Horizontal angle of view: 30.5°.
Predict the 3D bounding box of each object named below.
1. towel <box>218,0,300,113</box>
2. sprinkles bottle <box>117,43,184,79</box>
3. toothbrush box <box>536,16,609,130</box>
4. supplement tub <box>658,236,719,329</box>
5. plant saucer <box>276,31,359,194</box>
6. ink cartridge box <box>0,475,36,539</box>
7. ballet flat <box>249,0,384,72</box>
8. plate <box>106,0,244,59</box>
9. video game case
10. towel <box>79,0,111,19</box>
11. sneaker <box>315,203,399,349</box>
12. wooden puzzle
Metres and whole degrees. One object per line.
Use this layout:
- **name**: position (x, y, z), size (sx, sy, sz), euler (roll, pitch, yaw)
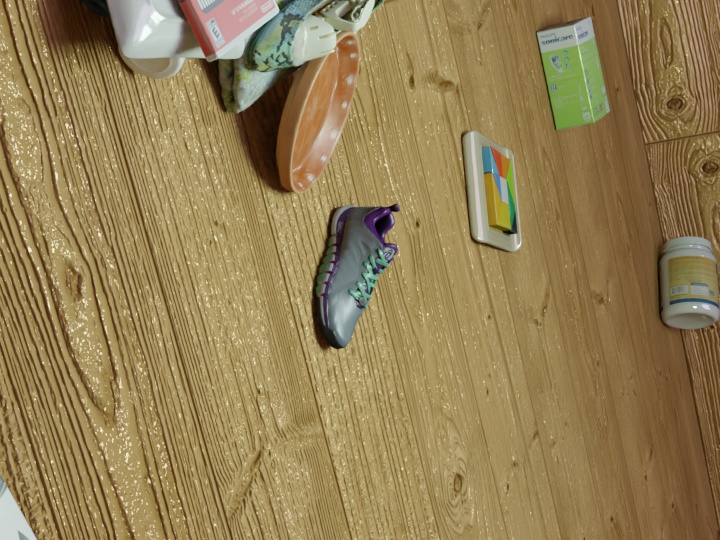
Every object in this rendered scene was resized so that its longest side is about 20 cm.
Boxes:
- **towel**: position (-0.096, -0.298, 1.472), size (0.171, 0.048, 0.202), euler (-41, 148, -39)
- **sprinkles bottle**: position (-0.190, -0.288, 1.358), size (0.069, 0.067, 0.202), euler (57, 35, -41)
- **toothbrush box**: position (0.435, -0.402, 2.683), size (0.145, 0.085, 0.203), euler (-36, 116, -61)
- **supplement tub**: position (0.821, 0.032, 3.299), size (0.145, 0.143, 0.203), euler (38, 50, -55)
- **plant saucer**: position (-0.053, -0.191, 1.570), size (0.200, 0.032, 0.203), euler (22, 89, -78)
- **ink cartridge box**: position (-0.312, 0.208, 0.936), size (0.202, 0.083, 0.146), euler (69, 29, -25)
- **ballet flat**: position (-0.040, -0.277, 1.467), size (0.200, 0.074, 0.075), euler (-47, 127, -32)
- **plate**: position (-0.185, -0.306, 1.277), size (0.199, 0.032, 0.202), euler (-15, 91, -60)
- **video game case**: position (-0.155, -0.320, 1.282), size (0.202, 0.017, 0.143), euler (64, 32, -18)
- **towel**: position (-0.251, -0.349, 1.270), size (0.111, 0.048, 0.203), euler (33, 53, -56)
- **sneaker**: position (0.000, 0.000, 1.649), size (0.074, 0.086, 0.202), euler (47, 42, -50)
- **wooden puzzle**: position (0.231, -0.132, 2.231), size (0.199, 0.037, 0.188), euler (9, 75, -64)
